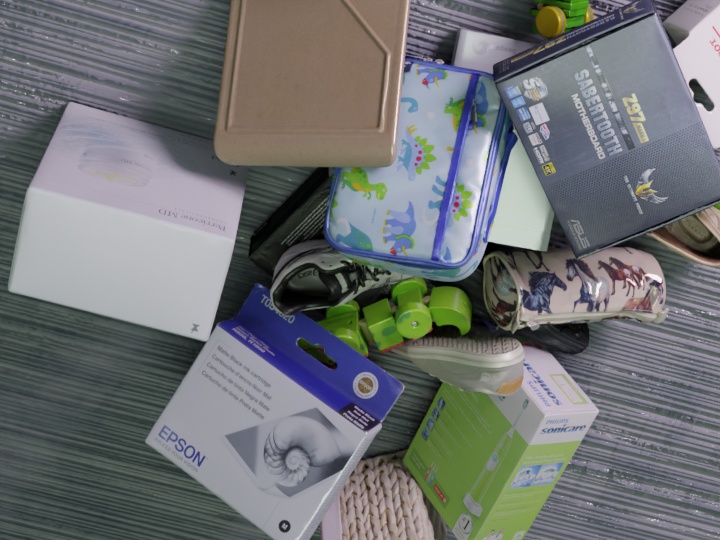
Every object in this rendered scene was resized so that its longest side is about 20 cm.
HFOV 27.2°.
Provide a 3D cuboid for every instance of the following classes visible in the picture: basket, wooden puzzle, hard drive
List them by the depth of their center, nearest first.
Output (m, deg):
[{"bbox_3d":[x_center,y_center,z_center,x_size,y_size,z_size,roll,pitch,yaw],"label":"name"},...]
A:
[{"bbox_3d":[-0.043,-0.198,1.402,0.183,0.037,0.202,2,84,20],"label":"wooden puzzle"},{"bbox_3d":[0.142,-0.129,1.480,0.131,0.026,0.202,10,103,-4],"label":"hard drive"},{"bbox_3d":[0.031,0.312,1.682,0.122,0.201,0.136,-20,119,6],"label":"basket"}]

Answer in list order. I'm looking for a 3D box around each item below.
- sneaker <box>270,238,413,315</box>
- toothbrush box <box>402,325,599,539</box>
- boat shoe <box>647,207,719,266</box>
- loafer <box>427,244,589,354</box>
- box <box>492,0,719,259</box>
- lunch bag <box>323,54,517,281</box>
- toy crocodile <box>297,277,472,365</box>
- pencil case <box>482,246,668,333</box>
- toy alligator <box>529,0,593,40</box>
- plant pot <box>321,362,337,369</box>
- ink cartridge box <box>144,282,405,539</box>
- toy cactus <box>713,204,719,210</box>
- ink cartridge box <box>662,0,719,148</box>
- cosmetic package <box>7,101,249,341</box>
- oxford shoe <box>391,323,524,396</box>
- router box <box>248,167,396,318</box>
[{"bbox_3d":[0.000,0.000,1.479,0.199,0.088,0.076,-21,110,23],"label":"sneaker"},{"bbox_3d":[0.148,0.181,1.616,0.085,0.146,0.201,-1,127,-37],"label":"toothbrush box"},{"bbox_3d":[0.301,-0.073,1.520,0.199,0.065,0.071,30,117,-15],"label":"boat shoe"},{"bbox_3d":[0.158,0.033,1.591,0.200,0.068,0.070,31,135,-18],"label":"loafer"},{"bbox_3d":[0.230,-0.128,1.360,0.157,0.051,0.201,-22,114,14],"label":"box"},{"bbox_3d":[0.059,-0.097,1.409,0.159,0.082,0.202,13,82,14],"label":"lunch bag"},{"bbox_3d":[0.019,0.059,1.548,0.198,0.068,0.062,-18,124,8],"label":"toy crocodile"},{"bbox_3d":[0.222,0.021,1.531,0.198,0.090,0.078,-2,154,-24],"label":"pencil case"},{"bbox_3d":[0.190,-0.288,1.409,0.054,0.059,0.202,23,118,38],"label":"toy alligator"},{"bbox_3d":[-0.098,0.159,1.606,0.178,0.200,0.201,35,117,-1],"label":"plant pot"},{"bbox_3d":[-0.088,0.145,1.496,0.199,0.041,0.201,33,93,16],"label":"ink cartridge box"},{"bbox_3d":[0.285,-0.112,1.455,0.200,0.102,0.165,46,73,-11],"label":"toy cactus"},{"bbox_3d":[0.368,-0.224,1.397,0.200,0.067,0.117,-41,113,3],"label":"ink cartridge box"},{"bbox_3d":[-0.223,-0.052,1.469,0.197,0.201,0.124,14,120,-7],"label":"cosmetic package"},{"bbox_3d":[0.097,0.095,1.564,0.075,0.199,0.058,-24,111,-34],"label":"oxford shoe"},{"bbox_3d":[0.001,-0.045,1.553,0.149,0.051,0.200,38,115,-21],"label":"router box"}]
